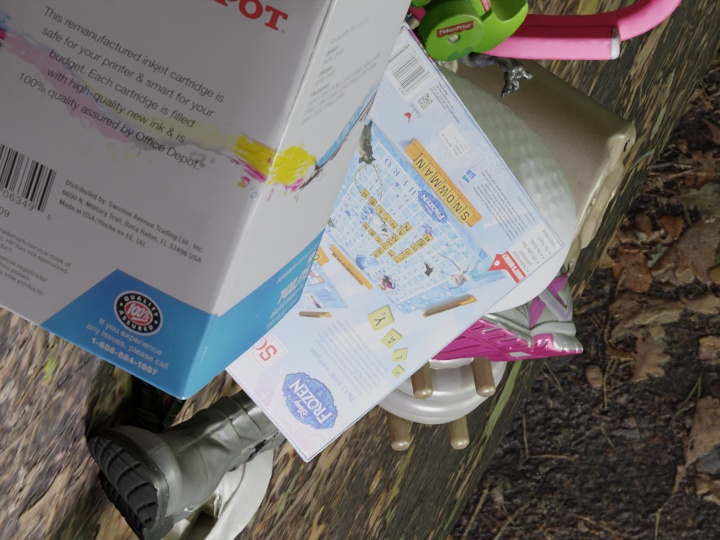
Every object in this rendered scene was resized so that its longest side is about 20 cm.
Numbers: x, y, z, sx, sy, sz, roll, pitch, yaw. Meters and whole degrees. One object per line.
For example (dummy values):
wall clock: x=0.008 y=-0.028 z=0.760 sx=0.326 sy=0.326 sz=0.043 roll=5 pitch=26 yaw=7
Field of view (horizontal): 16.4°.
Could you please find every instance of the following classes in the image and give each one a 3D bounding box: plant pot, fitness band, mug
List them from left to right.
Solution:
mug: x=0.024 y=-0.038 z=1.551 sx=0.200 sy=0.175 sz=0.148 roll=-33 pitch=-135 yaw=42
plant pot: x=0.102 y=-0.089 z=1.901 sx=0.201 sy=0.183 sz=0.201 roll=-60 pitch=169 yaw=-21
fitness band: x=0.118 y=-0.207 z=1.620 sx=0.037 sy=0.199 sz=0.144 roll=-81 pitch=172 yaw=-54

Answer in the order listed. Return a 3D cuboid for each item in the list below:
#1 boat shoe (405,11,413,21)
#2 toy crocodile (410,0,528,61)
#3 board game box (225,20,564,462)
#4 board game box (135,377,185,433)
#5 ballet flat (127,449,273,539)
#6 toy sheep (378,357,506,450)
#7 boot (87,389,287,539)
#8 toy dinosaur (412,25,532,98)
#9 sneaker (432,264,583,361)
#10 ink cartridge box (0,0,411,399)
boat shoe: x=0.061 y=-0.247 z=1.661 sx=0.076 sy=0.060 sz=0.201 roll=-49 pitch=161 yaw=-56
toy crocodile: x=0.035 y=-0.188 z=1.489 sx=0.062 sy=0.068 sz=0.200 roll=-34 pitch=140 yaw=13
board game box: x=-0.011 y=-0.019 z=1.405 sx=0.199 sy=0.041 sz=0.200 roll=-39 pitch=129 yaw=-1
board game box: x=-0.109 y=0.021 z=1.569 sx=0.200 sy=0.023 sz=0.105 roll=97 pitch=19 yaw=-61
ballet flat: x=-0.123 y=0.176 z=1.778 sx=0.200 sy=0.069 sz=0.070 roll=-57 pitch=168 yaw=-29
toy sheep: x=0.054 y=0.054 z=1.898 sx=0.138 sy=0.138 sz=0.200 roll=-57 pitch=177 yaw=-33
boot: x=-0.100 y=0.104 z=1.573 sx=0.130 sy=0.068 sz=0.200 roll=-37 pitch=171 yaw=-12
toy dinosaur: x=0.063 y=-0.143 z=1.719 sx=0.047 sy=0.088 sz=0.200 roll=-33 pitch=172 yaw=-47
sneaker: x=0.095 y=0.017 z=1.778 sx=0.200 sy=0.081 sz=0.089 roll=9 pitch=76 yaw=-67
ink cartridge box: x=-0.082 y=-0.079 z=1.113 sx=0.201 sy=0.146 sz=0.146 roll=-68 pitch=168 yaw=24
